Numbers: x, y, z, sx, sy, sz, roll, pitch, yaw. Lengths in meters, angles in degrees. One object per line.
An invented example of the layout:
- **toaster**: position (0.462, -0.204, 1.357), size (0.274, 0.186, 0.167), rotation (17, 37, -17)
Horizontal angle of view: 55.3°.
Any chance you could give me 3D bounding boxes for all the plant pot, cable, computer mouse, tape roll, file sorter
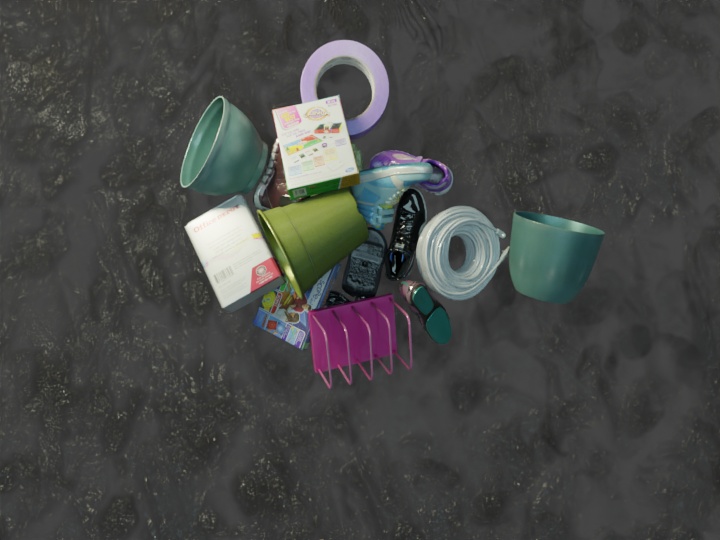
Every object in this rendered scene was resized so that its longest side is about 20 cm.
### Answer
- **plant pot**: position (-0.279, -0.244, 1.460), size (0.132, 0.199, 0.205), rotation (23, 90, -29)
- **cable**: position (0.214, -0.040, 1.506), size (0.199, 0.069, 0.202), rotation (40, 79, -23)
- **plant pot**: position (-0.089, -0.077, 1.422), size (0.187, 0.200, 0.204), rotation (-29, 93, -11)
- **computer mouse**: position (0.000, 0.000, 1.540), size (0.135, 0.053, 0.205), rotation (19, 100, 1)
- **plant pot**: position (0.411, -0.024, 1.491), size (0.194, 0.201, 0.166), rotation (10, 103, -3)
- **tape roll**: position (-0.035, -0.396, 1.518), size (0.193, 0.066, 0.207), rotation (0, 91, -2)
- **file sorter**: position (0.003, 0.154, 1.465), size (0.194, 0.125, 0.143), rotation (-11, 110, -17)

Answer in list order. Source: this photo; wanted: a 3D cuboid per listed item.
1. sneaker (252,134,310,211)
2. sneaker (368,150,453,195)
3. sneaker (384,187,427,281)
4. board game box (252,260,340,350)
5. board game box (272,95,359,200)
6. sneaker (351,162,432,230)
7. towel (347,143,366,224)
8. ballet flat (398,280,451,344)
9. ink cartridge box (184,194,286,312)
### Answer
- **sneaker**: position (-0.148, -0.210, 1.504), size (0.113, 0.076, 0.205), rotation (26, 99, 12)
- **sneaker**: position (0.115, -0.221, 1.519), size (0.194, 0.088, 0.083), rotation (10, 92, -2)
- **sneaker**: position (0.098, -0.075, 1.493), size (0.071, 0.112, 0.207), rotation (10, 100, 11)
- **board game box**: position (-0.141, 0.053, 1.517), size (0.133, 0.034, 0.205), rotation (24, 91, 16)
- **board game box**: position (-0.093, -0.257, 1.421), size (0.148, 0.041, 0.205), rotation (-12, 64, -3)
- **sneaker**: position (0.072, -0.158, 1.471), size (0.195, 0.079, 0.135), rotation (-4, 101, 31)
- **towel**: position (-0.058, -0.175, 1.537), size (0.143, 0.036, 0.207), rotation (-7, 91, -4)
- **ballet flat**: position (0.142, 0.085, 1.525), size (0.069, 0.071, 0.201), rotation (-46, 131, -9)
- **ink cartridge box**: position (-0.267, -0.035, 1.484), size (0.145, 0.086, 0.204), rotation (-27, 78, -1)
